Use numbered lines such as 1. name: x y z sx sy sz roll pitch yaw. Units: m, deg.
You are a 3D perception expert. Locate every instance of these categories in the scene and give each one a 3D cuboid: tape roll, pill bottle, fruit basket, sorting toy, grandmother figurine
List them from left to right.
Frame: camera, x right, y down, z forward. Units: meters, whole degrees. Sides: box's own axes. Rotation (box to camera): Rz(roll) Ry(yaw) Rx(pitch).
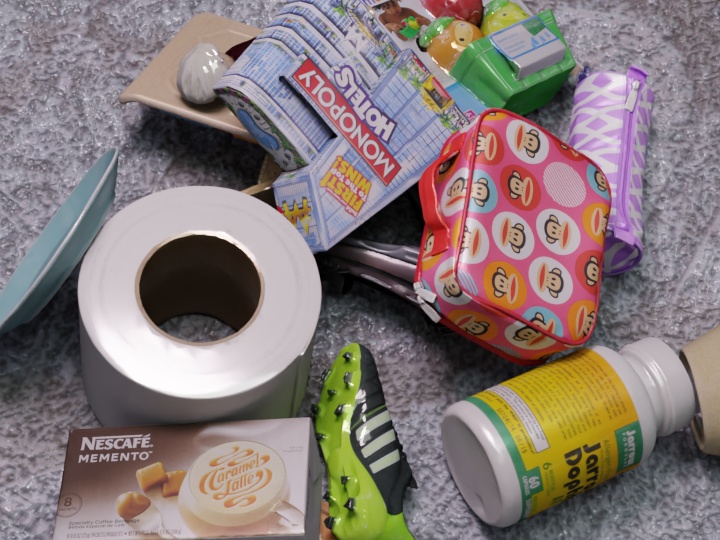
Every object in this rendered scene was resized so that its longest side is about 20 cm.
1. tape roll: -0.137 0.048 1.486 0.202 0.139 0.204 3 59 -5
2. sorting toy: -0.102 -0.172 1.644 0.199 0.037 0.185 15 35 11
3. grandmother figurine: -0.077 -0.195 1.603 0.199 0.121 0.061 -21 97 -29
4. fruit basket: 0.105 -0.236 1.685 0.185 0.094 0.200 -27 77 -40
5. pill bottle: 0.179 0.131 1.494 0.199 0.113 0.113 -21 64 -19

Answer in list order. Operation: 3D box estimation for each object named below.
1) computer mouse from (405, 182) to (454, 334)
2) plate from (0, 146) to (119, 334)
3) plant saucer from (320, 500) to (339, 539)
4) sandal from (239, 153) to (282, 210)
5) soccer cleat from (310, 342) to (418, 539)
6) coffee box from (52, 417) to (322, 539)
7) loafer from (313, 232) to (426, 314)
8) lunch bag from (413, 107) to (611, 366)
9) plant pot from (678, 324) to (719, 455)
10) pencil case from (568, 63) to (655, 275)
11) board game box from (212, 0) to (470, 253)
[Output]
1. computer mouse: 0.095 -0.041 1.623 0.138 0.053 0.201 -19 71 -8
2. plate: -0.255 -0.017 1.487 0.026 0.200 0.201 36 59 -14
3. plant saucer: -0.072 0.269 1.426 0.199 0.032 0.201 4 60 -6
4. sandal: -0.079 -0.089 1.611 0.211 0.078 0.070 -25 68 -14
5. soccer cleat: 0.006 0.153 1.493 0.081 0.067 0.201 25 42 -30
6. coffee box: -0.135 0.189 1.403 0.199 0.080 0.115 -3 47 6
7. loafer: 0.000 0.000 1.564 0.199 0.072 0.063 13 91 18
8. lunch bag: 0.123 -0.034 1.506 0.176 0.082 0.201 27 57 -23
9. plant pot: 0.383 0.092 1.522 0.199 0.188 0.188 -11 61 2
10. pencil case: 0.235 -0.095 1.650 0.084 0.085 0.201 23 58 -25
11. board game box: -0.023 -0.120 1.519 0.200 0.062 0.200 48 60 -21
